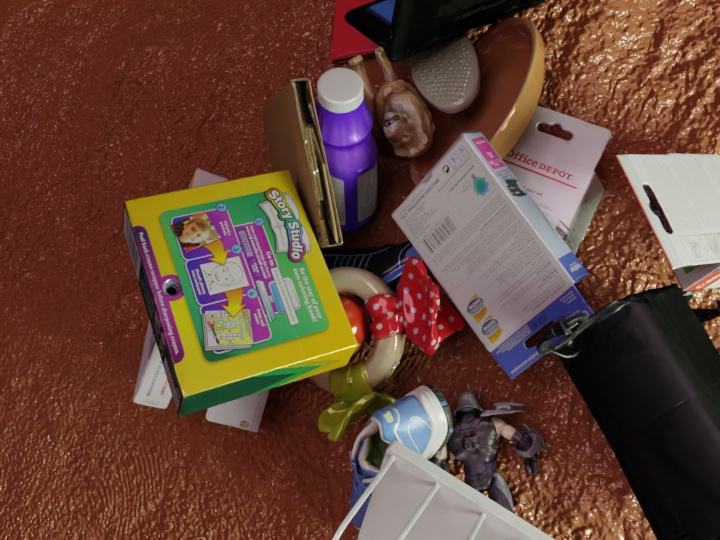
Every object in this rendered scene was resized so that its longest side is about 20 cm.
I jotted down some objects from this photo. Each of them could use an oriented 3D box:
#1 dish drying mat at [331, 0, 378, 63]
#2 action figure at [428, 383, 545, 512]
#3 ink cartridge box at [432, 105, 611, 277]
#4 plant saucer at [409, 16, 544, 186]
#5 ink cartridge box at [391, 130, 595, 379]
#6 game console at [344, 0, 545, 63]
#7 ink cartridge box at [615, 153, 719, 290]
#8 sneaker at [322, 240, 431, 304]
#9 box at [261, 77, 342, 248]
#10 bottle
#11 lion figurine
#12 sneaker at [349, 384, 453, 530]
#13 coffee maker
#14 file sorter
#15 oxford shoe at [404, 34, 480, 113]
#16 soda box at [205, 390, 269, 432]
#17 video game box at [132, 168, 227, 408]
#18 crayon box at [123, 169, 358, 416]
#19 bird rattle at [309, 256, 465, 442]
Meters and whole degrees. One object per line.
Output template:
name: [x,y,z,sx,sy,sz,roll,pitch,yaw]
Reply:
dish drying mat: [0.004,-0.359,1.022,0.075,0.018,0.205,-2,77,26]
action figure: [0.120,0.211,0.799,0.128,0.069,0.204,-20,65,27]
ink cartridge box: [0.171,-0.057,0.837,0.115,0.068,0.203,26,89,28]
plant saucer: [0.125,-0.167,0.853,0.200,0.037,0.202,-47,27,33]
ink cartridge box: [0.125,-0.014,0.762,0.119,0.042,0.202,-45,71,38]
game console: [0.095,-0.310,0.847,0.197,0.176,0.118,-25,73,-14]
ink cartridge box: [0.292,-0.043,0.707,0.050,0.197,0.111,-46,57,49]
sneaker: [0.000,0.000,0.904,0.198,0.070,0.079,-30,73,18]
box: [-0.067,-0.108,0.880,0.021,0.200,0.167,-13,95,-14]
bottle: [-0.019,-0.126,0.873,0.065,0.202,0.084,-31,62,-18]
lion figurine: [0.008,-0.175,0.931,0.072,0.199,0.125,-28,98,-25]
sneaker: [0.019,0.190,0.806,0.076,0.076,0.203,53,137,37]
coffee maker: [0.256,0.131,0.686,0.189,0.135,0.203,-13,64,-25]
file sorter: [0.068,0.275,0.684,0.198,0.124,0.141,29,127,18]
oxford shoe: [0.085,-0.230,0.899,0.074,0.058,0.202,-29,44,6]
soda box: [-0.116,0.070,0.897,0.062,0.068,0.204,14,108,-8]
video game box: [-0.202,0.020,0.918,0.203,0.046,0.184,-92,22,-43]
crayon box: [-0.117,0.014,0.780,0.169,0.059,0.203,-13,67,-24]
bird rattle: [-0.001,0.067,0.828,0.162,0.112,0.203,33,112,21]
